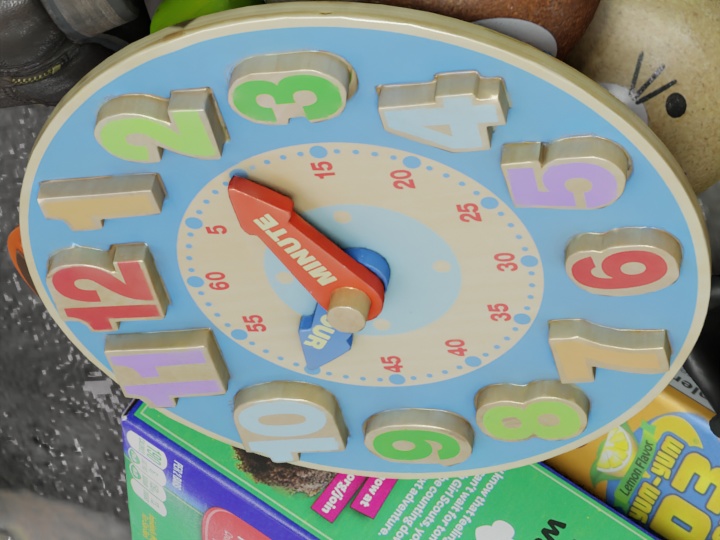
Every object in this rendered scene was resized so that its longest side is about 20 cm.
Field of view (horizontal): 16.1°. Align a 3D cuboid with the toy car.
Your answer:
[{"bbox_3d":[0.070,-0.060,0.765,0.164,0.158,0.200,-32,108,28],"label":"toy car"}]

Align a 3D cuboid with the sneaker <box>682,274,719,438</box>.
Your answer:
[{"bbox_3d":[0.143,0.056,0.708,0.083,0.200,0.071,23,103,-27],"label":"sneaker"}]

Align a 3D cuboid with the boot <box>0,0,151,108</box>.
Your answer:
[{"bbox_3d":[-0.152,-0.062,0.761,0.174,0.200,0.069,-22,82,0],"label":"boot"}]

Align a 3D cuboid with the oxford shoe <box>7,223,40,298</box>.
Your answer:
[{"bbox_3d":[-0.062,-0.030,0.850,0.071,0.073,0.200,48,158,-10],"label":"oxford shoe"}]

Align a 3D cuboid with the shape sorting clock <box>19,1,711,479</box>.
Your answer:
[{"bbox_3d":[0.000,0.000,0.731,0.200,0.039,0.200,8,141,7],"label":"shape sorting clock"}]

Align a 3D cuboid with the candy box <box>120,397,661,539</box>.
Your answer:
[{"bbox_3d":[0.019,0.111,0.882,0.200,0.077,0.169,31,156,12],"label":"candy box"}]

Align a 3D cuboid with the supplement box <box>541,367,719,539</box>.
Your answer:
[{"bbox_3d":[0.136,0.074,0.840,0.200,0.069,0.067,32,125,15],"label":"supplement box"}]
